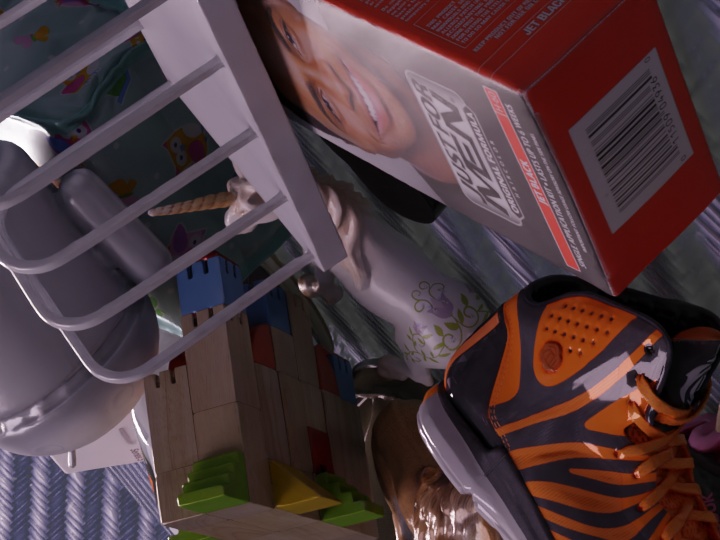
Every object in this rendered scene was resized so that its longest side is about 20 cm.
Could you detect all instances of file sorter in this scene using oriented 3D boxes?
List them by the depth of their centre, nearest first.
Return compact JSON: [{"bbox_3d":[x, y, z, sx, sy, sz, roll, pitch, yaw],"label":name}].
[{"bbox_3d":[-0.113,-0.067,0.744,0.139,0.124,0.200,51,172,33],"label":"file sorter"}]

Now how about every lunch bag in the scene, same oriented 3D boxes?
[{"bbox_3d":[-0.161,-0.069,1.033,0.200,0.122,0.171,17,146,40],"label":"lunch bag"}]

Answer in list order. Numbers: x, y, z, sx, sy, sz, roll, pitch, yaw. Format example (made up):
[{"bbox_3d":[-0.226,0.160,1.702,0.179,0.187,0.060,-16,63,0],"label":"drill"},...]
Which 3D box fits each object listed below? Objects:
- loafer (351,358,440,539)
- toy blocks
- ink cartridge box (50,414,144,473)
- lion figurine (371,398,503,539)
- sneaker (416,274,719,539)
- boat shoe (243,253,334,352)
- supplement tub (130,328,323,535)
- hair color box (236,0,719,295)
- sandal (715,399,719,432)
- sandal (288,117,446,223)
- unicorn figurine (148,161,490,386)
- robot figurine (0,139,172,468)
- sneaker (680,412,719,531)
[{"bbox_3d":[0.018,0.143,1.109,0.075,0.070,0.200,7,125,15],"label":"loafer"},{"bbox_3d":[-0.052,0.070,0.961,0.200,0.100,0.137,31,-134,-61],"label":"toy blocks"},{"bbox_3d":[-0.187,0.020,1.235,0.146,0.084,0.201,78,-179,-69],"label":"ink cartridge box"},{"bbox_3d":[0.041,0.115,0.958,0.200,0.072,0.123,38,152,55],"label":"lion figurine"},{"bbox_3d":[0.111,0.080,0.693,0.200,0.112,0.077,48,-155,24],"label":"sneaker"},{"bbox_3d":[-0.100,-0.006,1.171,0.200,0.065,0.072,48,162,-8],"label":"boat shoe"},{"bbox_3d":[-0.075,0.109,1.150,0.122,0.122,0.200,41,159,19],"label":"supplement tub"},{"bbox_3d":[0.027,-0.078,0.658,0.200,0.061,0.102,32,160,46],"label":"hair color box"},{"bbox_3d":[0.153,0.009,0.572,0.069,0.078,0.212,10,162,12],"label":"sandal"},{"bbox_3d":[-0.034,-0.090,0.821,0.200,0.045,0.075,52,165,-18],"label":"sandal"},{"bbox_3d":[0.000,0.000,0.925,0.200,0.074,0.137,26,167,0],"label":"unicorn figurine"},{"bbox_3d":[-0.180,0.014,0.936,0.200,0.169,0.113,53,-159,-25],"label":"robot figurine"},{"bbox_3d":[0.114,0.099,0.807,0.079,0.095,0.200,52,165,-30],"label":"sneaker"}]
